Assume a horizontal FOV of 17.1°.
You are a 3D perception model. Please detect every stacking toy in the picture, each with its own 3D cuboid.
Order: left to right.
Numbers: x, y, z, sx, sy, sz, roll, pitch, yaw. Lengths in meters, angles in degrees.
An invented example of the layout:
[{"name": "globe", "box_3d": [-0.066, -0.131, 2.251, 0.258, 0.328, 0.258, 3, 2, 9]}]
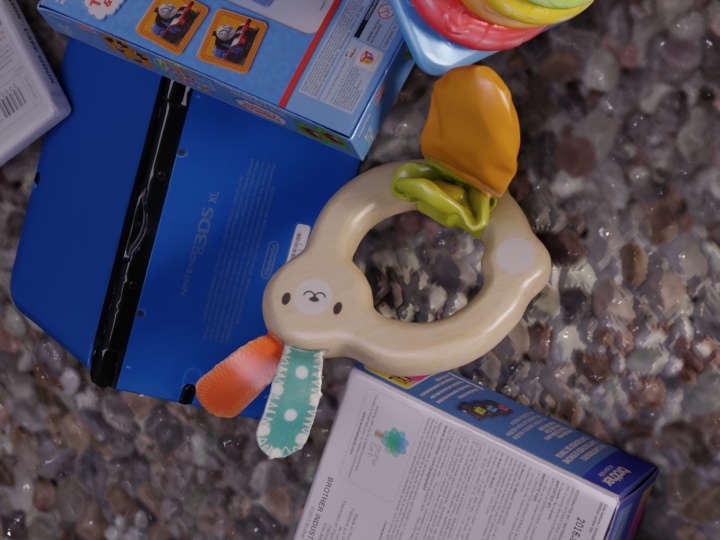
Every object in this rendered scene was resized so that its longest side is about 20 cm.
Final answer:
[{"name": "stacking toy", "box_3d": [0.096, -0.165, 1.168, 0.200, 0.116, 0.110, 5, 118, 64]}]

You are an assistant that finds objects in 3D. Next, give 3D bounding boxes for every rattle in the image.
[{"name": "rattle", "box_3d": [0.000, 0.000, 1.244, 0.200, 0.143, 0.130, -26, 80, -10]}]

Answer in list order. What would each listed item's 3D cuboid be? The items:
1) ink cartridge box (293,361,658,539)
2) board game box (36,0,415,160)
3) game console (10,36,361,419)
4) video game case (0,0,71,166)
[{"name": "ink cartridge box", "box_3d": [0.073, 0.146, 1.312, 0.200, 0.076, 0.137, 26, 110, 20]}, {"name": "board game box", "box_3d": [-0.054, -0.165, 1.294, 0.200, 0.037, 0.151, 24, 78, 18]}, {"name": "game console", "box_3d": [-0.103, -0.037, 1.390, 0.170, 0.118, 0.200, 13, 108, -10]}, {"name": "video game case", "box_3d": [-0.286, -0.122, 1.444, 0.200, 0.023, 0.182, -33, 79, 27]}]
